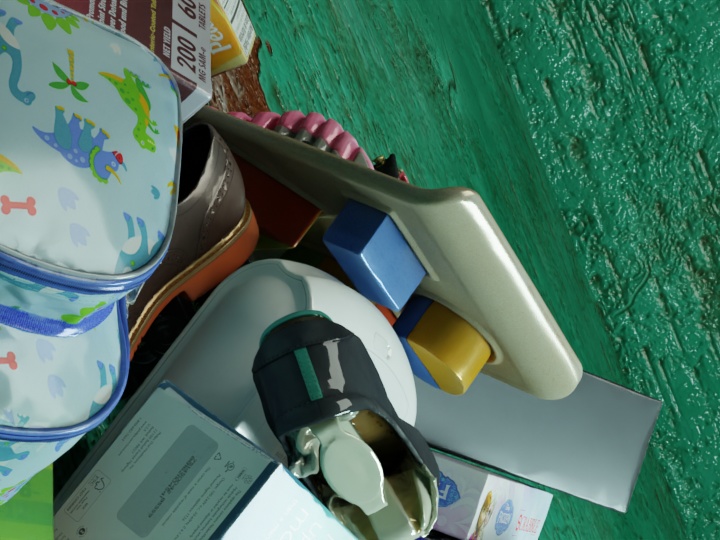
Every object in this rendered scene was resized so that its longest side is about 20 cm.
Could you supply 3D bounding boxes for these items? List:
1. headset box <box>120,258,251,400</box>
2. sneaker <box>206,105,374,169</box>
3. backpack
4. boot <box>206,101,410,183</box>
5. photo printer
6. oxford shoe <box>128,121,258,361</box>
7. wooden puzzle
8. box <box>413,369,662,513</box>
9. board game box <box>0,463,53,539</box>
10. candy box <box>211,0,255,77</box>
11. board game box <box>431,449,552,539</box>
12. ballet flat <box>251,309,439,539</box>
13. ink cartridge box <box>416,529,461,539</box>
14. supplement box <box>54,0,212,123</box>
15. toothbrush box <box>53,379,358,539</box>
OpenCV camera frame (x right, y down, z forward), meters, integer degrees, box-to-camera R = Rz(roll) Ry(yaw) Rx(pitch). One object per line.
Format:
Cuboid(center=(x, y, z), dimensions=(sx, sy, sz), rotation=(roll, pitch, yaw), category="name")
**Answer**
Cuboid(center=(-0.133, -0.031, 1.317), dimensions=(0.174, 0.092, 0.201), rotation=(-49, 118, -75), category="headset box")
Cuboid(center=(-0.068, -0.044, 1.453), dimensions=(0.079, 0.199, 0.096), rotation=(-43, 134, -37), category="sneaker")
Cuboid(center=(-0.167, -0.018, 0.980), dimensions=(0.183, 0.147, 0.201), rotation=(22, 52, -33), category="backpack")
Cuboid(center=(-0.044, -0.049, 1.574), dimensions=(0.073, 0.153, 0.204), rotation=(46, 26, -61), category="boot")
Cuboid(center=(-0.057, 0.095, 1.223), dimensions=(0.069, 0.200, 0.166), rotation=(34, -7, 31), category="photo printer")
Cuboid(center=(-0.131, 0.002, 1.158), dimensions=(0.200, 0.071, 0.073), rotation=(-45, 138, -35), category="oxford shoe")
Cuboid(center=(0.000, 0.000, 1.277), dimensions=(0.046, 0.199, 0.185), rotation=(-57, 141, -20), category="wooden puzzle")
Cuboid(center=(0.059, 0.074, 1.479), dimensions=(0.199, 0.079, 0.141), rotation=(22, -2, -31), category="box")
Cuboid(center=(-0.174, 0.089, 1.025), dimensions=(0.095, 0.030, 0.201), rotation=(23, 41, -28), category="board game box")
Cuboid(center=(-0.155, -0.195, 1.424), dimensions=(0.055, 0.115, 0.201), rotation=(-80, 148, -64), category="candy box")
Cuboid(center=(-0.001, 0.112, 1.439), dimensions=(0.200, 0.199, 0.041), rotation=(28, 81, -73), category="board game box")
Cuboid(center=(-0.001, 0.095, 1.164), dimensions=(0.200, 0.073, 0.073), rotation=(63, 13, -54), category="ballet flat")
Cuboid(center=(0.033, 0.167, 1.382), dimensions=(0.200, 0.198, 0.044), rotation=(20, 87, -39), category="ink cartridge box")
Cuboid(center=(-0.164, -0.149, 1.161), dimensions=(0.200, 0.061, 0.109), rotation=(29, 40, -32), category="supplement box")
Cuboid(center=(-0.066, 0.166, 1.130), dimensions=(0.085, 0.147, 0.200), rotation=(33, -12, 36), category="toothbrush box")
